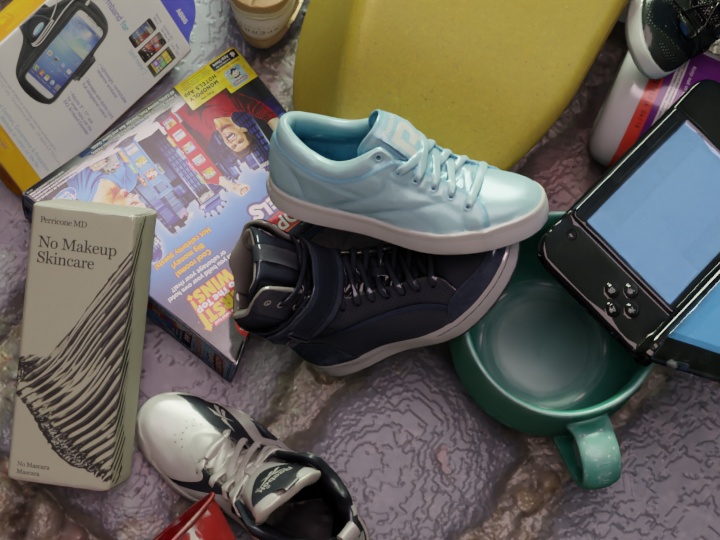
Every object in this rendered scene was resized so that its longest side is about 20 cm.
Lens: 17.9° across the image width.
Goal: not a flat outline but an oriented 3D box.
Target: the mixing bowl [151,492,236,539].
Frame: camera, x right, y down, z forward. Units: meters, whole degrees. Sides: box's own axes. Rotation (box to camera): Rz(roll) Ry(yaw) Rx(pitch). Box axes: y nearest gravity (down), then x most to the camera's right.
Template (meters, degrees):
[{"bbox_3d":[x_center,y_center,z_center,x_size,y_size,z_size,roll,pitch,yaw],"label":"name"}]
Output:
[{"bbox_3d":[-0.140,0.259,1.568,0.200,0.200,0.108,-42,92,-14],"label":"mixing bowl"}]

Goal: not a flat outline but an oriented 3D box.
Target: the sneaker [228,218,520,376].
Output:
[{"bbox_3d":[0.000,0.002,1.604,0.202,0.146,0.077,-29,49,31],"label":"sneaker"}]

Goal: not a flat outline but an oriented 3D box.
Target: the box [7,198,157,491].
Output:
[{"bbox_3d":[-0.199,0.052,1.639,0.082,0.068,0.201,6,96,8],"label":"box"}]

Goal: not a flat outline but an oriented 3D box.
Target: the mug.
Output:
[{"bbox_3d":[0.136,0.059,1.681,0.151,0.114,0.186,19,74,0],"label":"mug"}]

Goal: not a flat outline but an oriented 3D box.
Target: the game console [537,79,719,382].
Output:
[{"bbox_3d":[0.255,-0.032,1.598,0.171,0.118,0.200,45,72,3],"label":"game console"}]

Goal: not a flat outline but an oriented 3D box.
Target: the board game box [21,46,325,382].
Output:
[{"bbox_3d":[-0.115,-0.029,1.712,0.200,0.062,0.200,-36,82,-14],"label":"board game box"}]

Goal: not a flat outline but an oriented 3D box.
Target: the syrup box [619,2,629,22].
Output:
[{"bbox_3d":[0.152,-0.260,1.763,0.199,0.079,0.082,18,73,19],"label":"syrup box"}]

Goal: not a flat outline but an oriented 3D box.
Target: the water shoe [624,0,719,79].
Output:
[{"bbox_3d":[0.269,-0.216,1.675,0.200,0.079,0.072,-46,115,-30],"label":"water shoe"}]

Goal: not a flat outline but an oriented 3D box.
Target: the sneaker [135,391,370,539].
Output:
[{"bbox_3d":[-0.075,0.145,1.631,0.199,0.130,0.079,43,74,7],"label":"sneaker"}]

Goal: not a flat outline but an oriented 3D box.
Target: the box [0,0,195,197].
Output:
[{"bbox_3d":[-0.216,-0.163,1.716,0.200,0.119,0.041,-46,40,-16],"label":"box"}]

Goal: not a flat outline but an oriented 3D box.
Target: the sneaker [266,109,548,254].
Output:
[{"bbox_3d":[0.031,-0.066,1.562,0.199,0.082,0.074,6,47,7],"label":"sneaker"}]

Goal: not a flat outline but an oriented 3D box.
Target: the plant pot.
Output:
[{"bbox_3d":[0.053,-0.156,1.677,0.195,0.194,0.201,28,75,-12],"label":"plant pot"}]

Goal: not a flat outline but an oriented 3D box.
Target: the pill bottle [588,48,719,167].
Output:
[{"bbox_3d":[0.282,-0.099,1.739,0.199,0.112,0.113,24,74,3],"label":"pill bottle"}]

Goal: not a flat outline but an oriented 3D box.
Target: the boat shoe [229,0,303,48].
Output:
[{"bbox_3d":[-0.069,-0.257,1.777,0.073,0.069,0.201,9,53,5],"label":"boat shoe"}]
